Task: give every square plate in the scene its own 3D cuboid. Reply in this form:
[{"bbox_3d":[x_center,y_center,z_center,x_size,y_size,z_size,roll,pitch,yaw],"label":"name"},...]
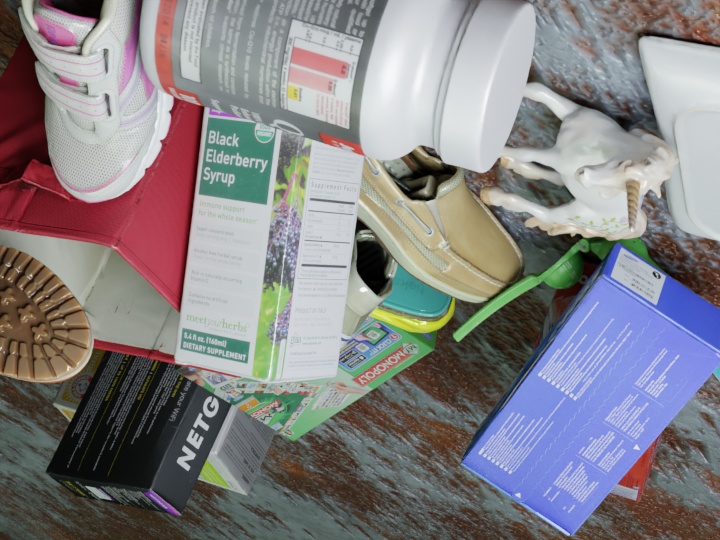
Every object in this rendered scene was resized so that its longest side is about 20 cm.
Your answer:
[{"bbox_3d":[0.258,-0.050,0.969,0.198,0.029,0.199,15,156,23],"label":"square plate"}]

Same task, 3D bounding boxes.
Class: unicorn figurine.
[{"bbox_3d":[0.131,-0.061,1.024,0.136,0.075,0.200,18,179,23],"label":"unicorn figurine"}]

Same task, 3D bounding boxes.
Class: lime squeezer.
[{"bbox_3d":[0.154,0.009,1.154,0.198,0.038,0.071,-3,118,20],"label":"lime squeezer"}]

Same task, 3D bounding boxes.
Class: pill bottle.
[{"bbox_3d":[-0.011,-0.128,0.946,0.198,0.117,0.116,18,158,14],"label":"pill bottle"}]

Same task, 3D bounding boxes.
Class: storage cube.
[{"bbox_3d":[-0.148,-0.058,1.160,0.169,0.181,0.200,9,153,33],"label":"storage cube"}]

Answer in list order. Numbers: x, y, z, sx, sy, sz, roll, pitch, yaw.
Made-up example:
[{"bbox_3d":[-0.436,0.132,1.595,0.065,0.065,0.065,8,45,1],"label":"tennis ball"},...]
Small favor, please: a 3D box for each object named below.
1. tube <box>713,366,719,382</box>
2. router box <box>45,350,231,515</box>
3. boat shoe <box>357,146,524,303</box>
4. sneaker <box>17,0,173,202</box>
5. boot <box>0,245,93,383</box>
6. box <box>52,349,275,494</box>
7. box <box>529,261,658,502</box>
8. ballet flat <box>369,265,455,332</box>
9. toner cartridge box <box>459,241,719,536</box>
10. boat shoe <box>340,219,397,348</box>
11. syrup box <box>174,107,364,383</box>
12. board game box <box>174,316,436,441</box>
[{"bbox_3d":[0.327,0.082,1.188,0.199,0.051,0.078,9,147,45],"label":"tube"},{"bbox_3d":[-0.185,0.115,1.566,0.148,0.202,0.051,2,149,42],"label":"router box"},{"bbox_3d":[0.045,-0.047,1.150,0.199,0.072,0.076,33,141,-25],"label":"boat shoe"},{"bbox_3d":[-0.159,-0.132,0.986,0.081,0.088,0.202,15,114,21],"label":"sneaker"},{"bbox_3d":[-0.241,0.030,1.130,0.198,0.076,0.107,22,164,29],"label":"boot"},{"bbox_3d":[-0.197,0.140,1.771,0.198,0.102,0.113,14,156,23],"label":"box"},{"bbox_3d":[0.180,0.083,1.262,0.099,0.096,0.201,17,157,13],"label":"box"},{"bbox_3d":[-0.022,-0.001,1.322,0.198,0.067,0.067,23,163,-2],"label":"ballet flat"},{"bbox_3d":[0.153,0.082,1.133,0.094,0.043,0.201,34,129,2],"label":"toner cartridge box"},{"bbox_3d":[0.000,0.000,1.197,0.062,0.200,0.072,-34,105,19],"label":"boat shoe"},{"bbox_3d":[-0.053,-0.037,1.075,0.078,0.203,0.081,10,-175,32],"label":"syrup box"},{"bbox_3d":[-0.048,0.066,1.454,0.134,0.029,0.199,33,135,-24],"label":"board game box"}]
